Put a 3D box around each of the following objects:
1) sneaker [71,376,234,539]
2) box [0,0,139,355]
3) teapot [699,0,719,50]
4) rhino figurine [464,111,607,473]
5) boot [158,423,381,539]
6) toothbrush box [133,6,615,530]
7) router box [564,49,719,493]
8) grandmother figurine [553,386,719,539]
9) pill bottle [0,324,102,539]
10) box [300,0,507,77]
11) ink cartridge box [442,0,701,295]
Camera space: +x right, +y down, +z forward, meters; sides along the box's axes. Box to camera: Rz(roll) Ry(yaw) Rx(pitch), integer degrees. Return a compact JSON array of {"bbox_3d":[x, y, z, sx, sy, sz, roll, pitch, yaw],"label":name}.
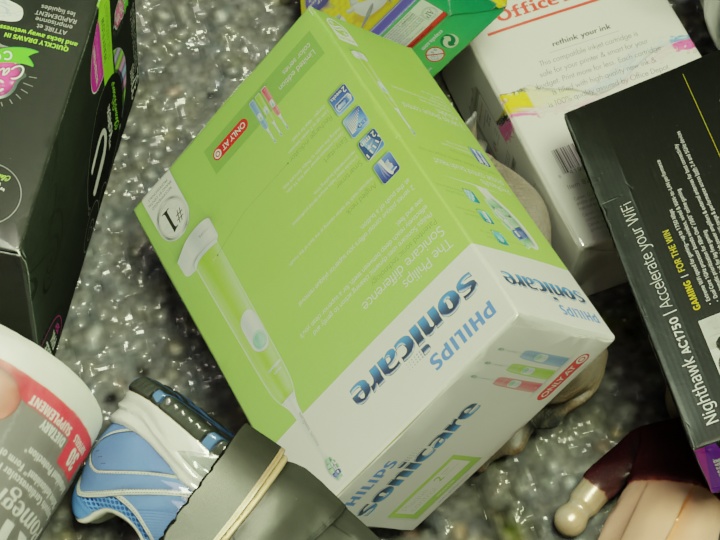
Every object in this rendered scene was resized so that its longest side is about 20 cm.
[{"bbox_3d":[-0.049,0.138,0.810,0.200,0.076,0.077,39,88,16],"label":"sneaker"},{"bbox_3d":[-0.194,-0.068,0.860,0.124,0.149,0.200,12,61,2],"label":"box"},{"bbox_3d":[0.251,-0.151,0.912,0.200,0.198,0.146,28,64,16],"label":"teapot"},{"bbox_3d":[0.059,-0.005,0.880,0.087,0.060,0.200,-25,66,8],"label":"rhino figurine"},{"bbox_3d":[-0.049,0.184,0.720,0.138,0.077,0.200,34,83,-1],"label":"boot"},{"bbox_3d":[0.000,0.000,0.819,0.146,0.086,0.200,-47,55,22],"label":"toothbrush box"},{"bbox_3d":[0.194,-0.016,0.796,0.149,0.051,0.200,-21,54,9],"label":"router box"},{"bbox_3d":[0.151,0.108,0.822,0.121,0.061,0.200,6,47,26],"label":"grandmother figurine"},{"bbox_3d":[-0.208,0.123,0.773,0.111,0.111,0.200,23,65,9],"label":"pill bottle"},{"bbox_3d":[0.016,-0.185,0.944,0.048,0.117,0.200,26,41,-30],"label":"box"},{"bbox_3d":[0.122,-0.095,0.943,0.116,0.068,0.200,-18,65,-13],"label":"ink cartridge box"}]
